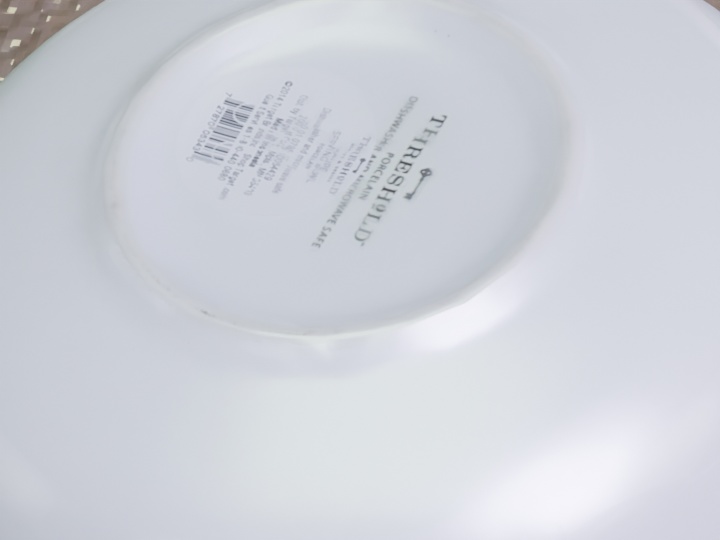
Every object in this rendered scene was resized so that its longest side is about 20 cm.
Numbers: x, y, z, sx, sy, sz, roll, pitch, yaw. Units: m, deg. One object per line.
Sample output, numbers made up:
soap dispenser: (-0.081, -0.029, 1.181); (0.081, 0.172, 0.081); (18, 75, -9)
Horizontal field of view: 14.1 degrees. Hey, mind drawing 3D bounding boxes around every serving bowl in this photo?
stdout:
serving bowl: (0.000, 0.000, 0.541); (0.200, 0.066, 0.200); (-5, 49, 6)
